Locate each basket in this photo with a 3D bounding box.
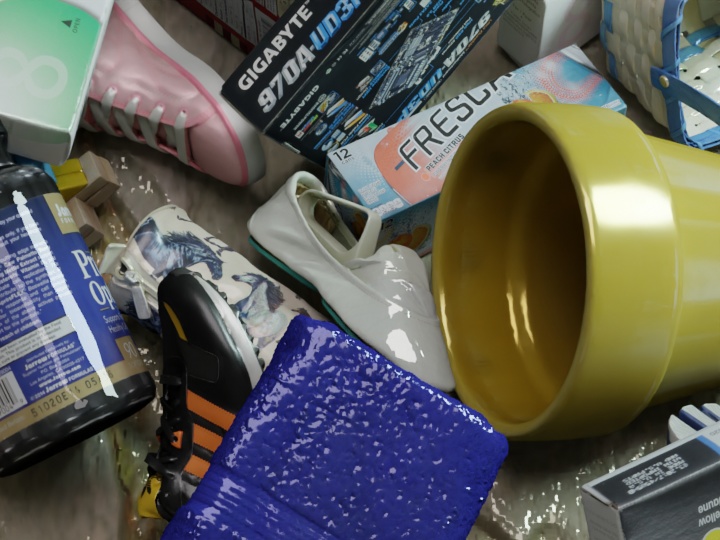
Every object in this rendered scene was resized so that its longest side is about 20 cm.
[{"bbox_3d":[0.268,-0.158,1.539,0.176,0.140,0.200,-27,34,-23],"label":"basket"}]

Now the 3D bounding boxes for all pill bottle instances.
[{"bbox_3d":[-0.210,0.009,1.356,0.111,0.112,0.201,-25,86,-22],"label":"pill bottle"}]

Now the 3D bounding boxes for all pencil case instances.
[{"bbox_3d":[-0.067,0.044,1.406,0.200,0.078,0.089,37,32,19],"label":"pencil case"}]

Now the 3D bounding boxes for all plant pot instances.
[{"bbox_3d":[0.168,0.002,1.407,0.187,0.201,0.202,1,52,-25],"label":"plant pot"}]

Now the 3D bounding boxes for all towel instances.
[{"bbox_3d":[-0.023,0.142,1.271,0.147,0.050,0.201,31,77,-5],"label":"towel"}]

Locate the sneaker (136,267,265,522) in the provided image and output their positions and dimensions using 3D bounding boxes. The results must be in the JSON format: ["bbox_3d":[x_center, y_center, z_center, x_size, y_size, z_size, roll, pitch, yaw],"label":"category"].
[{"bbox_3d":[-0.092,0.102,1.321,0.089,0.070,0.201,-21,96,-19],"label":"sneaker"}]

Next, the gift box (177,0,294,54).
[{"bbox_3d":[-0.020,-0.244,1.564,0.200,0.185,0.187,39,68,16],"label":"gift box"}]

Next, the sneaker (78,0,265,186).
[{"bbox_3d":[-0.154,-0.107,1.513,0.104,0.076,0.200,-34,64,-21],"label":"sneaker"}]

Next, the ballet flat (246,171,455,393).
[{"bbox_3d":[0.000,0.000,1.408,0.069,0.070,0.200,-26,43,-22],"label":"ballet flat"}]

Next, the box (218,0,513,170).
[{"bbox_3d":[0.018,-0.155,1.458,0.046,0.159,0.200,44,98,22],"label":"box"}]

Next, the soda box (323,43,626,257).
[{"bbox_3d":[0.073,-0.072,1.510,0.199,0.069,0.064,-25,61,-21],"label":"soda box"}]

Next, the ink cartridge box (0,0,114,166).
[{"bbox_3d":[-0.259,-0.164,1.452,0.199,0.050,0.162,16,57,-8],"label":"ink cartridge box"}]

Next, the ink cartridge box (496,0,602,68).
[{"bbox_3d":[0.169,-0.246,1.565,0.162,0.201,0.057,-35,66,-27],"label":"ink cartridge box"}]

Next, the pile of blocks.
[{"bbox_3d":[-0.239,-0.027,1.438,0.199,0.082,0.062,-17,57,-18],"label":"pile of blocks"}]

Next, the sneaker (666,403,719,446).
[{"bbox_3d":[0.223,0.134,1.377,0.199,0.116,0.080,-7,39,-49],"label":"sneaker"}]

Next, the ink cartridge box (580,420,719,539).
[{"bbox_3d":[0.226,0.170,1.280,0.197,0.201,0.047,-23,26,-20],"label":"ink cartridge box"}]
